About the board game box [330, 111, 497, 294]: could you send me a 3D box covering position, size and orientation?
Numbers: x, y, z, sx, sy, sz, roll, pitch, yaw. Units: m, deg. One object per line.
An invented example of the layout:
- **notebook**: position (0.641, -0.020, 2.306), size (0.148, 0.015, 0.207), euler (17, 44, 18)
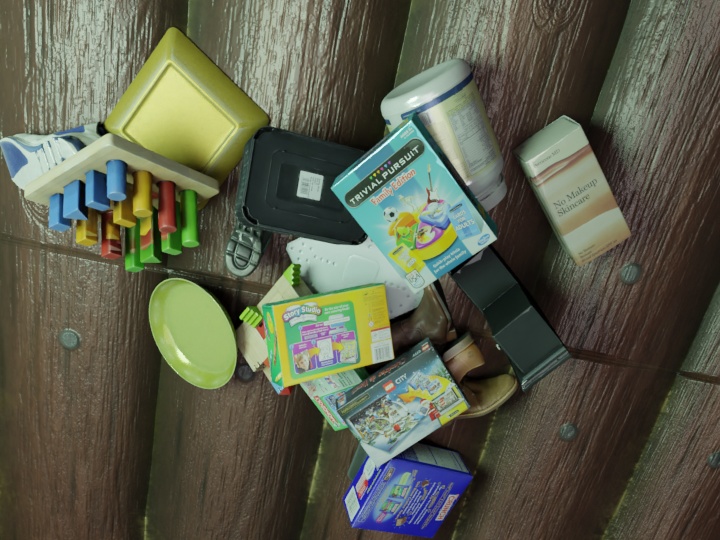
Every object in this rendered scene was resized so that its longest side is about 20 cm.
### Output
- **board game box**: position (0.076, -0.088, 0.829), size (0.149, 0.047, 0.201), euler (-34, 106, 25)

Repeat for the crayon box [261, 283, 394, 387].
- **crayon box**: position (-0.048, 0.096, 0.920), size (0.194, 0.058, 0.124), euler (-9, 93, -26)

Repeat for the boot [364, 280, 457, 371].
- **boot**: position (0.059, 0.097, 1.010), size (0.193, 0.066, 0.189), euler (-17, 137, 8)

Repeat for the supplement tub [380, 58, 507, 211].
- **supplement tub**: position (0.128, -0.188, 0.877), size (0.141, 0.146, 0.204), euler (-24, 111, 9)

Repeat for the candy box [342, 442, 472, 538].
- **candy box**: position (0.090, 0.417, 1.133), size (0.195, 0.077, 0.173), euler (20, 109, -25)

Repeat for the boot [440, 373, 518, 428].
- **boot**: position (0.193, 0.225, 1.089), size (0.194, 0.074, 0.077), euler (-23, 101, 10)

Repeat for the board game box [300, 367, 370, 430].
- **board game box**: position (-0.049, 0.194, 1.059), size (0.132, 0.029, 0.203), euler (-22, 110, 35)

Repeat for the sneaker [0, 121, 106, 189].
- **sneaker**: position (-0.450, -0.177, 0.910), size (0.193, 0.115, 0.083), euler (5, 114, 29)

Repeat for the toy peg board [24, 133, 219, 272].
- **toy peg board**: position (-0.337, -0.080, 0.850), size (0.195, 0.197, 0.101), euler (-19, 70, 27)

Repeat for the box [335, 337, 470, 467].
- **box**: position (0.072, 0.227, 1.012), size (0.197, 0.038, 0.138), euler (-33, 108, 6)

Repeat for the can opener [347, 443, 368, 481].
- **can opener**: position (0.015, 0.311, 1.135), size (0.065, 0.052, 0.206), euler (25, 112, 26)

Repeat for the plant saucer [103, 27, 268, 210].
- **plant saucer**: position (-0.273, -0.223, 0.909), size (0.199, 0.049, 0.200), euler (40, 105, -15)

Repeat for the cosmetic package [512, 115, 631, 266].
- **cosmetic package**: position (0.335, -0.125, 0.938), size (0.102, 0.088, 0.202), euler (-32, 109, 13)

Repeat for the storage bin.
- **storage bin**: position (-0.081, -0.121, 0.886), size (0.193, 0.093, 0.141), euler (10, 90, -21)

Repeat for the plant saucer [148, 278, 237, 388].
- **plant saucer**: position (-0.281, 0.104, 1.013), size (0.194, 0.031, 0.207), euler (13, 117, 26)

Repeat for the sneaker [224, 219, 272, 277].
- **sneaker**: position (-0.167, -0.092, 0.955), size (0.073, 0.079, 0.206), euler (24, 90, -6)

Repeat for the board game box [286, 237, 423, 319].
- **board game box**: position (0.000, 0.000, 1.015), size (0.195, 0.026, 0.204), euler (-24, 111, 9)

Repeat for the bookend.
- **bookend**: position (0.217, 0.048, 0.945), size (0.091, 0.201, 0.199), euler (-38, 109, 14)

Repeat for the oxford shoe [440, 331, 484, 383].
- **oxford shoe**: position (0.135, 0.197, 1.056), size (0.198, 0.071, 0.072), euler (-37, 90, 18)

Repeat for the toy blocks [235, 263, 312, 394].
- **toy blocks**: position (-0.123, 0.111, 0.983), size (0.201, 0.099, 0.138), euler (-47, 70, 18)
